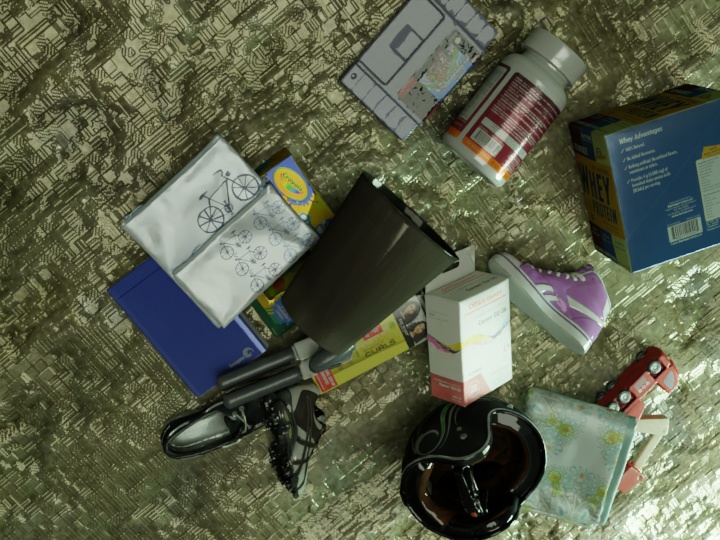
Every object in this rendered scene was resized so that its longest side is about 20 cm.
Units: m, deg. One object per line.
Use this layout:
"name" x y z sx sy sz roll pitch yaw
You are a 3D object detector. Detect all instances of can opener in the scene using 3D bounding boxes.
"can opener" -0.102 0.131 1.377 0.198 0.067 0.054 -22 80 -10

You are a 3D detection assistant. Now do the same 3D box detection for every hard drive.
"hard drive" -0.240 0.066 1.390 0.131 0.025 0.201 -34 104 16

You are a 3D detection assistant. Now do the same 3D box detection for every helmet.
"helmet" 0.164 0.277 1.454 0.198 0.191 0.202 15 122 24

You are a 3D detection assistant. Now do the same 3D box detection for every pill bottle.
"pill bottle" 0.212 -0.224 1.370 0.109 0.110 0.201 37 96 -17

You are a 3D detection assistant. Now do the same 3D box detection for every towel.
"towel" 0.315 0.291 1.530 0.169 0.048 0.202 14 109 3

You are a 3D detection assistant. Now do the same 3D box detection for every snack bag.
"snack bag" -0.184 -0.052 1.317 0.188 0.021 0.200 -41 105 4

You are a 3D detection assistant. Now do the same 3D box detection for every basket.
"basket" 0.000 0.000 1.308 0.180 0.136 0.200 38 100 -29

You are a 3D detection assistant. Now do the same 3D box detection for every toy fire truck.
"toy fire truck" 0.435 0.233 1.564 0.200 0.049 0.141 -45 108 3

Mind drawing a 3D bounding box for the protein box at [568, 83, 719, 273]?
"protein box" 0.428 -0.134 1.419 0.196 0.135 0.202 -18 107 -4

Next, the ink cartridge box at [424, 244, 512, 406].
"ink cartridge box" 0.156 0.077 1.432 0.116 0.067 0.203 -23 115 -40

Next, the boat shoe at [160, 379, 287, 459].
"boat shoe" -0.192 0.220 1.443 0.198 0.060 0.076 -25 108 -2

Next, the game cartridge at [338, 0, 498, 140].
"game cartridge" 0.082 -0.292 1.370 0.129 0.038 0.200 41 95 -13

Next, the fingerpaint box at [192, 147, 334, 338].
"fingerpaint box" -0.109 -0.038 1.381 0.166 0.073 0.201 -35 108 1

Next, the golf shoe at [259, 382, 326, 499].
"golf shoe" -0.085 0.248 1.451 0.094 0.078 0.202 -24 134 -25

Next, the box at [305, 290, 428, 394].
"box" 0.011 0.098 1.451 0.198 0.050 0.076 -26 109 -2

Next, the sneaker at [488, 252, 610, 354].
"sneaker" 0.285 0.018 1.480 0.200 0.073 0.115 41 76 -12
